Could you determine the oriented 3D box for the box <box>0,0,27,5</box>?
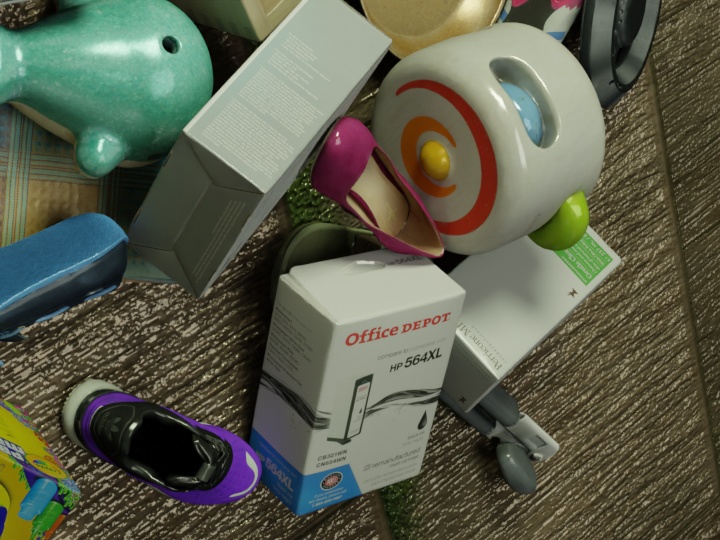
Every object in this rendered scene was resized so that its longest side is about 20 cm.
[{"bbox_3d":[-0.267,-0.278,1.069,0.158,0.048,0.201,-12,110,-13],"label":"box"}]

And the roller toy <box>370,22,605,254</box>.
[{"bbox_3d":[0.102,-0.113,1.374,0.139,0.200,0.183,-24,127,-37],"label":"roller toy"}]

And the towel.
[{"bbox_3d":[-0.215,-0.067,1.227,0.199,0.022,0.147,4,95,-41],"label":"towel"}]

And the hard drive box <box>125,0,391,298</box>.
[{"bbox_3d":[-0.078,-0.099,1.216,0.077,0.156,0.200,38,50,-1],"label":"hard drive box"}]

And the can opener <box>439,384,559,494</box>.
[{"bbox_3d":[0.131,0.148,1.564,0.200,0.052,0.067,46,33,-36],"label":"can opener"}]

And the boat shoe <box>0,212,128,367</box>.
[{"bbox_3d":[-0.256,0.029,1.153,0.199,0.084,0.069,-19,137,-18],"label":"boat shoe"}]

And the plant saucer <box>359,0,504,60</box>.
[{"bbox_3d":[0.057,-0.283,1.421,0.200,0.035,0.201,-12,108,-41],"label":"plant saucer"}]

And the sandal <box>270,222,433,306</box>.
[{"bbox_3d":[0.001,-0.001,1.415,0.200,0.057,0.080,-3,101,-43],"label":"sandal"}]

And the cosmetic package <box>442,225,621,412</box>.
[{"bbox_3d":[0.138,0.025,1.498,0.108,0.085,0.200,45,56,5],"label":"cosmetic package"}]

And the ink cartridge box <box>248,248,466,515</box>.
[{"bbox_3d":[-0.006,0.092,1.367,0.146,0.084,0.201,-13,129,-36],"label":"ink cartridge box"}]

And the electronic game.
[{"bbox_3d":[0.257,-0.260,1.575,0.200,0.041,0.201,-42,139,-52],"label":"electronic game"}]

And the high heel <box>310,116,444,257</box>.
[{"bbox_3d":[0.021,-0.064,1.283,0.068,0.096,0.200,-59,166,-4],"label":"high heel"}]

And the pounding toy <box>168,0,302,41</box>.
[{"bbox_3d":[-0.100,-0.322,1.218,0.184,0.142,0.200,-48,138,-24],"label":"pounding toy"}]

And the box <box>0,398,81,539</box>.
[{"bbox_3d":[-0.334,0.159,1.062,0.200,0.122,0.193,34,94,-41],"label":"box"}]

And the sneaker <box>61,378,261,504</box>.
[{"bbox_3d":[-0.142,0.154,1.286,0.200,0.099,0.070,28,82,-42],"label":"sneaker"}]

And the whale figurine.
[{"bbox_3d":[-0.194,-0.148,1.152,0.199,0.104,0.160,5,70,-41],"label":"whale figurine"}]

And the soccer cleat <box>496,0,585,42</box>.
[{"bbox_3d":[0.162,-0.231,1.520,0.200,0.070,0.086,-56,169,-34],"label":"soccer cleat"}]
